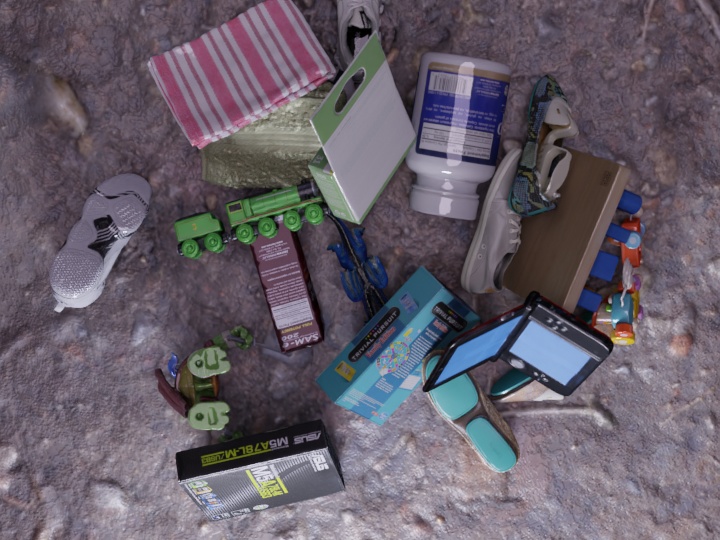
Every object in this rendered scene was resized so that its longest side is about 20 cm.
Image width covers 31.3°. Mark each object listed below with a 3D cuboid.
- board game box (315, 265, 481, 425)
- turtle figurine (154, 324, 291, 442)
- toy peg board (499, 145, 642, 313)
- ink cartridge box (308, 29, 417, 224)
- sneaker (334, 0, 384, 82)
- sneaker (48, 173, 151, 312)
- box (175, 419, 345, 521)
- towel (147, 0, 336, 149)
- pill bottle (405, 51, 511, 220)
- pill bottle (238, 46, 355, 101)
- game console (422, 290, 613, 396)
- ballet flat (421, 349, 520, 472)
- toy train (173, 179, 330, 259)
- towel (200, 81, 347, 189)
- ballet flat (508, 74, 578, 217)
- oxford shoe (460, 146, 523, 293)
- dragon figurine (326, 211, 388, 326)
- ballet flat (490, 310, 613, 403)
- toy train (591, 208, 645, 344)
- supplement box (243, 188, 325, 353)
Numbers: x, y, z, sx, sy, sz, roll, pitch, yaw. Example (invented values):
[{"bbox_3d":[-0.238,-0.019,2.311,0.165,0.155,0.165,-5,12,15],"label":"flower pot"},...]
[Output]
[{"bbox_3d":[0.051,0.101,1.668,0.200,0.151,0.047,-47,61,4],"label":"board game box"},{"bbox_3d":[-0.161,0.148,1.646,0.199,0.194,0.145,33,87,-1],"label":"turtle figurine"},{"bbox_3d":[0.288,-0.040,1.641,0.097,0.199,0.202,19,96,-19],"label":"toy peg board"},{"bbox_3d":[-0.008,-0.171,1.526,0.048,0.200,0.146,21,65,32],"label":"ink cartridge box"},{"bbox_3d":[-0.001,-0.344,1.648,0.074,0.081,0.202,-3,96,1],"label":"sneaker"},{"bbox_3d":[-0.347,-0.033,1.682,0.075,0.115,0.201,32,61,-5],"label":"sneaker"},{"bbox_3d":[-0.125,0.263,1.665,0.191,0.200,0.048,-11,64,1],"label":"box"},{"bbox_3d":[-0.144,-0.245,1.550,0.199,0.030,0.147,-29,62,-6],"label":"towel"},{"bbox_3d":[0.121,-0.172,1.650,0.119,0.120,0.202,9,97,-2],"label":"pill bottle"},{"bbox_3d":[-0.077,-0.217,1.642,0.199,0.116,0.116,26,96,-4],"label":"pill bottle"},{"bbox_3d":[0.190,0.119,1.575,0.172,0.200,0.119,31,67,5],"label":"game console"},{"bbox_3d":[0.144,0.183,1.719,0.070,0.065,0.201,-30,105,11],"label":"ballet flat"},{"bbox_3d":[-0.136,-0.064,1.592,0.198,0.042,0.057,-16,85,2],"label":"toy train"},{"bbox_3d":[-0.109,-0.164,1.593,0.198,0.037,0.149,2,124,12],"label":"towel"},{"bbox_3d":[0.246,-0.161,1.650,0.074,0.074,0.202,14,74,-3],"label":"ballet flat"},{"bbox_3d":[0.187,-0.061,1.683,0.057,0.075,0.202,19,99,24],"label":"oxford shoe"},{"bbox_3d":[0.000,0.000,1.660,0.058,0.100,0.201,-25,131,0],"label":"dragon figurine"},{"bbox_3d":[0.267,0.131,1.719,0.199,0.068,0.067,-38,104,5],"label":"ballet flat"},{"bbox_3d":[0.331,0.009,1.654,0.055,0.200,0.152,1,110,18],"label":"toy train"},{"bbox_3d":[-0.101,-0.003,1.671,0.060,0.109,0.202,-15,98,1],"label":"supplement box"}]
